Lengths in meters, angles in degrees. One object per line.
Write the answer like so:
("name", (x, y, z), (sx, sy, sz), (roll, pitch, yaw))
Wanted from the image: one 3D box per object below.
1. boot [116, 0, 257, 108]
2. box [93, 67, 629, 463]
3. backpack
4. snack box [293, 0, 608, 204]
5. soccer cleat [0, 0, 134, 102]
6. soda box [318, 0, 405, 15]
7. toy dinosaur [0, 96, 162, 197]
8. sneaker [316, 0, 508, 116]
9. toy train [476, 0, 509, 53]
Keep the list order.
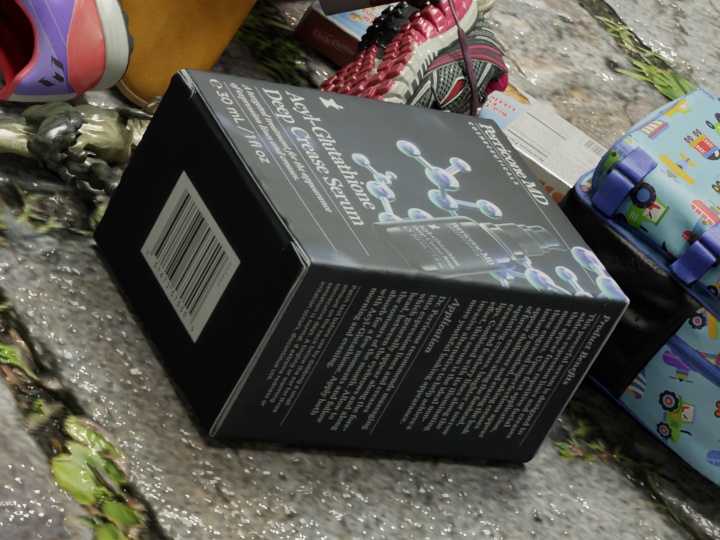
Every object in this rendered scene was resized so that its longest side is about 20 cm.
("boot", (-0.056, -0.187, 1.566), (0.071, 0.144, 0.202), (33, 60, -22))
("box", (0.000, 0.000, 1.430), (0.199, 0.107, 0.149), (7, 35, -39))
("backpack", (0.196, 0.023, 1.557), (0.200, 0.135, 0.182), (42, 30, 15))
("snack box", (0.059, -0.100, 1.737), (0.199, 0.024, 0.072), (35, 30, 8))
("soccer cleat", (-0.187, -0.178, 1.529), (0.073, 0.068, 0.201), (-20, 81, -39))
("soda box", (0.004, -0.240, 1.681), (0.070, 0.064, 0.201), (-11, 50, 12))
("toy dinosaur", (-0.143, -0.061, 1.459), (0.199, 0.048, 0.088), (2, 24, -42))
("sneaker", (0.027, -0.089, 1.623), (0.075, 0.080, 0.200), (56, 41, -15))
("toy train", (0.066, -0.243, 1.881), (0.084, 0.116, 0.200), (0, 40, -43))
